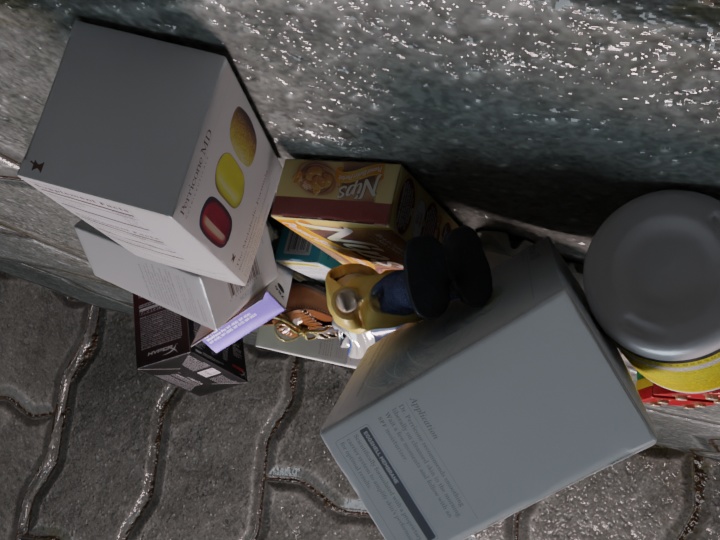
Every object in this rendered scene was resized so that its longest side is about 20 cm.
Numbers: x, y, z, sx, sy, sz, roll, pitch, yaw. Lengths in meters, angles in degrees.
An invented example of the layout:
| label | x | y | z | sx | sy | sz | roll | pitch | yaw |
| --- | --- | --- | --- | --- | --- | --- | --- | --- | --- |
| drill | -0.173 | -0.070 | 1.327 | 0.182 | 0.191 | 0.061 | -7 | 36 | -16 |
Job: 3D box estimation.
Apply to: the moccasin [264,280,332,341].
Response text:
| label | x | y | z | sx | sy | sz | roll | pitch | yaw |
| --- | --- | --- | --- | --- | --- | --- | --- | --- | --- |
| moccasin | -0.081 | 0.053 | 0.961 | 0.199 | 0.079 | 0.073 | 4 | 166 | 39 |

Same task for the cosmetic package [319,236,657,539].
| label | x | y | z | sx | sy | sz | roll | pitch | yaw |
| --- | --- | --- | --- | --- | --- | --- | --- | --- | --- |
| cosmetic package | 0.097 | 0.088 | 0.599 | 0.198 | 0.124 | 0.199 | -31 | -176 | 15 |

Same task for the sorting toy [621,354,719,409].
| label | x | y | z | sx | sy | sz | roll | pitch | yaw |
| --- | --- | --- | --- | --- | --- | --- | --- | --- | --- |
| sorting toy | 0.375 | 0.101 | 0.769 | 0.196 | 0.071 | 0.199 | 5 | 167 | 6 |

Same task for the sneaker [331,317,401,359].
| label | x | y | z | sx | sy | sz | roll | pitch | yaw |
| --- | --- | --- | --- | --- | --- | --- | --- | --- | --- |
| sneaker | 0.048 | 0.057 | 0.885 | 0.144 | 0.082 | 0.199 | -18 | 160 | 20 |

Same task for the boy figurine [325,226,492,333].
| label | x | y | z | sx | sy | sz | roll | pitch | yaw |
| --- | --- | --- | --- | --- | --- | --- | --- | --- | --- |
| boy figurine | 0.029 | 0.014 | 0.623 | 0.122 | 0.066 | 0.199 | -13 | 179 | -23 |

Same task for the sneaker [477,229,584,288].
| label | x | y | z | sx | sy | sz | roll | pitch | yaw |
| --- | --- | --- | --- | --- | --- | --- | --- | --- | --- |
| sneaker | 0.186 | 0.035 | 0.740 | 0.197 | 0.090 | 0.074 | 17 | 167 | -18 |

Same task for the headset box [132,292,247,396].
| label | x | y | z | sx | sy | sz | roll | pitch | yaw |
| --- | --- | --- | --- | --- | --- | --- | --- | --- | --- |
| headset box | -0.212 | 0.036 | 0.957 | 0.074 | 0.204 | 0.149 | -16 | 156 | 12 |

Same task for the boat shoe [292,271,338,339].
| label | x | y | z | sx | sy | sz | roll | pitch | yaw |
| --- | --- | --- | --- | --- | --- | --- | --- | --- | --- |
| boat shoe | -0.035 | 0.054 | 1.031 | 0.198 | 0.074 | 0.074 | 31 | -167 | 29 |

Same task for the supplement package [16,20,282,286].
| label | x | y | z | sx | sy | sz | roll | pitch | yaw |
| --- | --- | --- | --- | --- | --- | --- | --- | --- | --- |
| supplement package | -0.140 | -0.074 | 0.572 | 0.107 | 0.116 | 0.200 | 15 | 170 | 8 |

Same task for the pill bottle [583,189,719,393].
| label | x | y | z | sx | sy | sz | roll | pitch | yaw |
| --- | --- | --- | --- | --- | --- | --- | --- | --- | --- |
| pill bottle | 0.237 | 0.028 | 0.568 | 0.110 | 0.113 | 0.199 | 8 | 166 | 31 |

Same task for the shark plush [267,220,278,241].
| label | x | y | z | sx | sy | sz | roll | pitch | yaw |
| --- | --- | --- | --- | --- | --- | --- | --- | --- | --- |
| shark plush | -0.144 | -0.045 | 0.862 | 0.084 | 0.091 | 0.200 | 49 | 169 | -8 |

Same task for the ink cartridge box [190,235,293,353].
| label | x | y | z | sx | sy | sz | roll | pitch | yaw |
| --- | --- | --- | --- | --- | --- | --- | --- | --- | --- |
| ink cartridge box | -0.128 | 0.031 | 0.886 | 0.039 | 0.098 | 0.201 | 54 | -166 | -17 |

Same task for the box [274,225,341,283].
| label | x | y | z | sx | sy | sz | roll | pitch | yaw |
| --- | --- | --- | --- | --- | --- | --- | --- | --- | --- |
| box | 0.000 | 0.000 | 0.913 | 0.081 | 0.050 | 0.198 | 5 | 165 | 45 |

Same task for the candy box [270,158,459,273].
| label | x | y | z | sx | sy | sz | roll | pitch | yaw |
| --- | --- | --- | --- | --- | --- | --- | --- | --- | --- |
| candy box | 0.021 | -0.034 | 0.699 | 0.113 | 0.056 | 0.200 | 7 | 165 | 29 |

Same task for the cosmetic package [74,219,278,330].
| label | x | y | z | sx | sy | sz | roll | pitch | yaw |
| --- | --- | --- | --- | --- | --- | --- | --- | --- | --- |
| cosmetic package | -0.195 | -0.021 | 0.815 | 0.197 | 0.101 | 0.072 | 20 | 136 | 32 |

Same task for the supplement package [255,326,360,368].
| label | x | y | z | sx | sy | sz | roll | pitch | yaw |
| --- | --- | --- | --- | --- | --- | --- | --- | --- | --- |
| supplement package | -0.045 | 0.077 | 1.157 | 0.198 | 0.120 | 0.116 | 5 | 172 | 42 |
